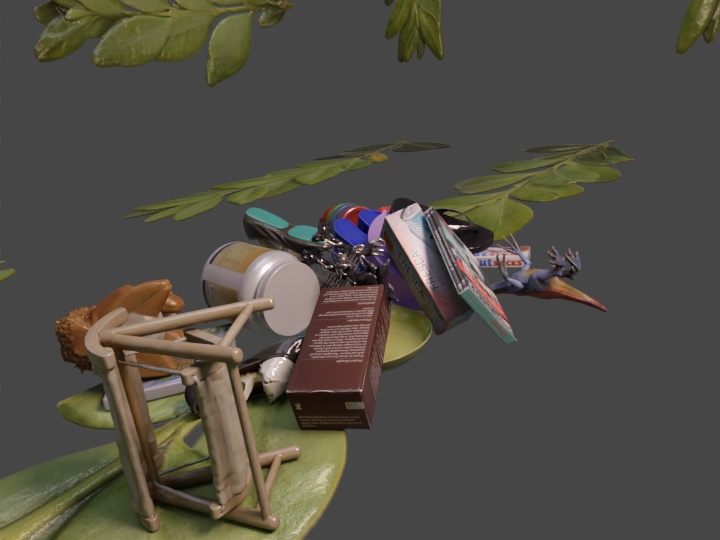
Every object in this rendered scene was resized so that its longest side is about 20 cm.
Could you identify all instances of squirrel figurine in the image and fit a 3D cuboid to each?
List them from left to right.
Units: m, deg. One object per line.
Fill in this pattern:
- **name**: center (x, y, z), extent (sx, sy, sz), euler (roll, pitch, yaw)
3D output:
- **squirrel figurine**: center (-0.378, 0.084, 0.926), extent (0.195, 0.145, 0.186), euler (-11, 13, -14)

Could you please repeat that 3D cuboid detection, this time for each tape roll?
- **tape roll**: center (0.104, -0.025, 1.052), extent (0.195, 0.066, 0.203), euler (6, 46, -6)

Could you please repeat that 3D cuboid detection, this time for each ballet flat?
- **ballet flat**: center (-0.146, 0.155, 0.806), extent (0.196, 0.069, 0.069), euler (-21, 30, -4)
- **ballet flat**: center (-0.134, -0.058, 1.090), extent (0.196, 0.070, 0.068), euler (22, 31, 24)

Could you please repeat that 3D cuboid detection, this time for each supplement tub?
- **supplement tub**: center (-0.177, 0.032, 1.026), extent (0.143, 0.148, 0.197), euler (-24, 25, -38)

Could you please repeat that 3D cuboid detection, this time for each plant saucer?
- **plant saucer**: center (0.016, 0.110, 0.903), extent (0.195, 0.032, 0.201), euler (-8, 20, 3)

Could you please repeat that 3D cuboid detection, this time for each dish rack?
- **dish rack**: center (-0.076, 0.004, 1.104), extent (0.199, 0.054, 0.155), euler (27, 81, 48)

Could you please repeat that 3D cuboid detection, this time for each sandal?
- **sandal**: center (0.146, -0.085, 1.043), extent (0.196, 0.043, 0.077), euler (20, 45, 6)

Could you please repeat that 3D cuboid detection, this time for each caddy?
- **caddy**: center (0.023, -0.037, 1.191), extent (0.139, 0.107, 0.199), euler (-22, 40, -27)

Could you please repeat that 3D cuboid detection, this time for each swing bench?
- **swing bench**: center (-0.181, 0.151, 0.613), extent (0.195, 0.204, 0.130), euler (-5, 19, 9)

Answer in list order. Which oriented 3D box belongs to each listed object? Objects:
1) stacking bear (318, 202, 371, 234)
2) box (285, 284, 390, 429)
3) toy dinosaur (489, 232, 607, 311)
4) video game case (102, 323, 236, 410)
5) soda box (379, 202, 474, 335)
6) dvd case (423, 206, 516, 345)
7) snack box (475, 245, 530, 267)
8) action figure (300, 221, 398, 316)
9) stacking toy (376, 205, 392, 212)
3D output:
- **stacking bear**: center (-0.040, -0.111, 1.438), extent (0.119, 0.117, 0.199), euler (-15, 16, -20)
- **box**: center (-0.022, 0.110, 0.781), extent (0.098, 0.076, 0.202), euler (-3, 35, 15)
- **toy dinosaur**: center (0.272, 0.026, 0.974), extent (0.103, 0.203, 0.181), euler (-11, -22, -41)
- **video game case**: center (-0.298, 0.148, 0.940), extent (0.195, 0.023, 0.182), euler (-12, 20, -10)
- **soda box**: center (0.108, -0.003, 0.937), extent (0.067, 0.203, 0.064), euler (-23, -19, -18)
- **dvd case**: center (0.166, 0.005, 0.896), extent (0.022, 0.146, 0.202), euler (-34, 38, 18)
- **snack box**: center (0.247, -0.027, 1.199), extent (0.195, 0.025, 0.072), euler (-1, 20, 22)
- **action figure**: center (0.000, 0.000, 0.946), extent (0.199, 0.121, 0.101), euler (37, 34, 26)
- **stacking toy**: center (0.079, -0.117, 1.358), extent (0.083, 0.088, 0.200), euler (-2, 5, 18)
